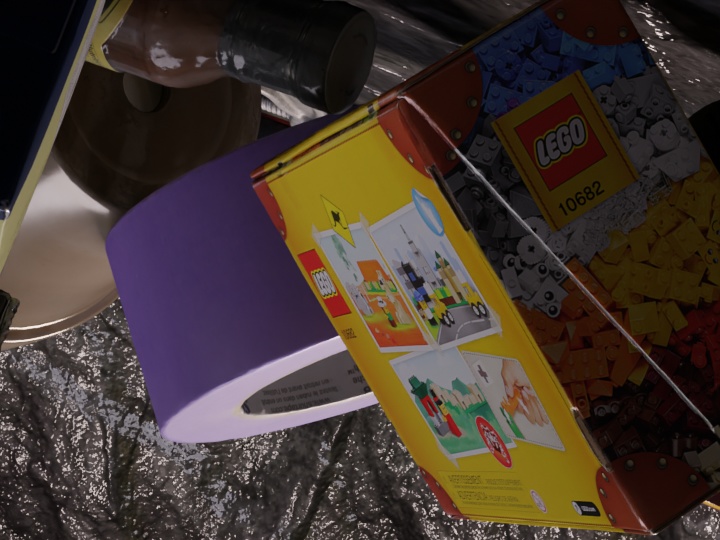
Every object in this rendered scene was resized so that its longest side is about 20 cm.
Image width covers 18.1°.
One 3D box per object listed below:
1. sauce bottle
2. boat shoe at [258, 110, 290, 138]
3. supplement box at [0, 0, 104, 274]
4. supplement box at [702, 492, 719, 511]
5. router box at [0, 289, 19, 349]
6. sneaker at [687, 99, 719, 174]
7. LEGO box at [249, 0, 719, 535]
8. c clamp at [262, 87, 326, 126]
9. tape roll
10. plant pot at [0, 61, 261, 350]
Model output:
[{"bbox_3d":[-0.089,-0.109,0.865,0.199,0.065,0.065,19,177,20],"label":"sauce bottle"},{"bbox_3d":[-0.076,-0.078,1.455,0.199,0.063,0.071,20,175,17],"label":"boat shoe"},{"bbox_3d":[-0.181,-0.098,0.702,0.199,0.135,0.200,21,170,-7],"label":"supplement box"},{"bbox_3d":[0.208,0.063,1.205,0.197,0.133,0.200,23,177,-15],"label":"supplement box"},{"bbox_3d":[-0.228,0.003,0.760,0.199,0.062,0.150,23,169,-16],"label":"router box"},{"bbox_3d":[0.189,0.001,0.713,0.200,0.071,0.098,19,175,20],"label":"sneaker"},{"bbox_3d":[0.051,0.002,0.741,0.149,0.077,0.200,60,165,-4],"label":"LEGO box"},{"bbox_3d":[-0.086,-0.109,1.256,0.199,0.027,0.171,21,178,8],"label":"c clamp"},{"bbox_3d":[0.000,0.000,0.941,0.199,0.085,0.200,-18,169,-3],"label":"tape roll"},{"bbox_3d":[-0.138,-0.069,1.012,0.199,0.201,0.173,23,160,-34],"label":"plant pot"}]
